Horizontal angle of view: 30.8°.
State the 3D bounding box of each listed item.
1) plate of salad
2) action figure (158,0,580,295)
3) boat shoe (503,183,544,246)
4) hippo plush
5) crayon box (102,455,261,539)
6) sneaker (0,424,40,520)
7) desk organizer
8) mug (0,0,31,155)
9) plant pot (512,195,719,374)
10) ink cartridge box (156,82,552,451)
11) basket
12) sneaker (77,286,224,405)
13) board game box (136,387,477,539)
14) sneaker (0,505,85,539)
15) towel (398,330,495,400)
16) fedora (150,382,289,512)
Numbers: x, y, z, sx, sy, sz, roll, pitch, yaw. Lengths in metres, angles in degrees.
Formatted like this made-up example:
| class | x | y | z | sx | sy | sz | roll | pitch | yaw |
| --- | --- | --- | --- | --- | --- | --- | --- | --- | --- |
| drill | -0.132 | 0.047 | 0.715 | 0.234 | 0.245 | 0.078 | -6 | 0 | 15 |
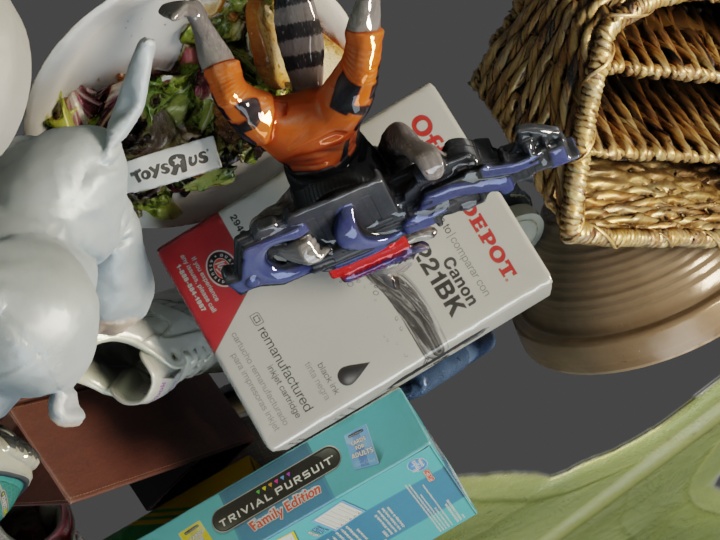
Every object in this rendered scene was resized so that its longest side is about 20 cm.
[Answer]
| class | x | y | z | sx | sy | sz | roll | pitch | yaw |
| --- | --- | --- | --- | --- | --- | --- | --- | --- | --- |
| plate of salad | -0.090 | -0.087 | 0.746 | 0.200 | 0.048 | 0.200 | -18 | 145 | -13 |
| action figure | 0.007 | -0.077 | 0.701 | 0.199 | 0.105 | 0.194 | -16 | 126 | 2 |
| boat shoe | 0.027 | -0.014 | 0.905 | 0.200 | 0.062 | 0.075 | -26 | 144 | -5 |
| hippo plush | -0.164 | 0.017 | 0.671 | 0.200 | 0.161 | 0.159 | -18 | 132 | 12 |
| crayon box | -0.107 | 0.208 | 0.948 | 0.200 | 0.051 | 0.127 | -30 | 146 | 0 |
| sneaker | -0.246 | 0.105 | 0.695 | 0.080 | 0.077 | 0.200 | -61 | 149 | -8 |
| desk organizer | -0.166 | 0.121 | 0.882 | 0.072 | 0.077 | 0.200 | -46 | 163 | 26 |
| mug | -0.244 | -0.100 | 0.582 | 0.153 | 0.186 | 0.150 | 5 | 103 | -50 |
| plant pot | 0.192 | -0.020 | 0.934 | 0.200 | 0.201 | 0.093 | -26 | 112 | -1 |
| ink cartridge box | 0.000 | 0.000 | 0.812 | 0.200 | 0.145 | 0.084 | -31 | 172 | 2 |
| basket | 0.198 | -0.111 | 0.813 | 0.200 | 0.149 | 0.143 | 2 | 137 | -33 |
| sneaker | -0.132 | 0.054 | 0.857 | 0.200 | 0.100 | 0.075 | 11 | 129 | -44 |
| board game box | -0.033 | 0.170 | 0.865 | 0.200 | 0.047 | 0.151 | -30 | 148 | 0 |
| sneaker | -0.239 | 0.227 | 1.032 | 0.105 | 0.075 | 0.200 | -36 | 141 | 22 |
| towel | 0.028 | 0.064 | 0.950 | 0.111 | 0.049 | 0.200 | -24 | 178 | 20 |
| fedora | -0.082 | 0.173 | 1.048 | 0.200 | 0.092 | 0.201 | -18 | 145 | -13 |
